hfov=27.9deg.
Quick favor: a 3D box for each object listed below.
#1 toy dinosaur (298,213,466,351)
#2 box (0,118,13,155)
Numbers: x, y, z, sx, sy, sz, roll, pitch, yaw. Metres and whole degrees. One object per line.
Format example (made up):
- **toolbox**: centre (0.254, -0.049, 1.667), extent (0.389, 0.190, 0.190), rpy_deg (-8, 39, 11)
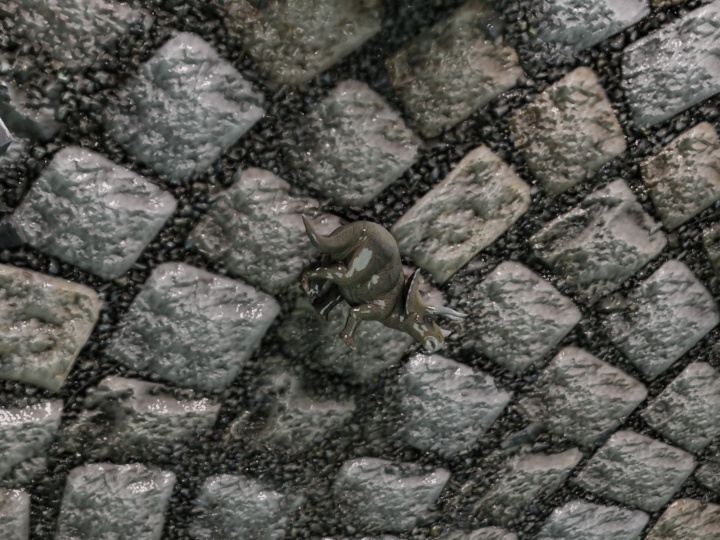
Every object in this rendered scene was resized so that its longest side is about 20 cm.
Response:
- **toy dinosaur**: centre (0.000, 0.000, 1.266), extent (0.102, 0.077, 0.201), rpy_deg (-39, 125, -6)
- **box**: centre (-0.358, -0.099, 0.962), extent (0.199, 0.050, 0.159), rpy_deg (-34, 96, -20)
